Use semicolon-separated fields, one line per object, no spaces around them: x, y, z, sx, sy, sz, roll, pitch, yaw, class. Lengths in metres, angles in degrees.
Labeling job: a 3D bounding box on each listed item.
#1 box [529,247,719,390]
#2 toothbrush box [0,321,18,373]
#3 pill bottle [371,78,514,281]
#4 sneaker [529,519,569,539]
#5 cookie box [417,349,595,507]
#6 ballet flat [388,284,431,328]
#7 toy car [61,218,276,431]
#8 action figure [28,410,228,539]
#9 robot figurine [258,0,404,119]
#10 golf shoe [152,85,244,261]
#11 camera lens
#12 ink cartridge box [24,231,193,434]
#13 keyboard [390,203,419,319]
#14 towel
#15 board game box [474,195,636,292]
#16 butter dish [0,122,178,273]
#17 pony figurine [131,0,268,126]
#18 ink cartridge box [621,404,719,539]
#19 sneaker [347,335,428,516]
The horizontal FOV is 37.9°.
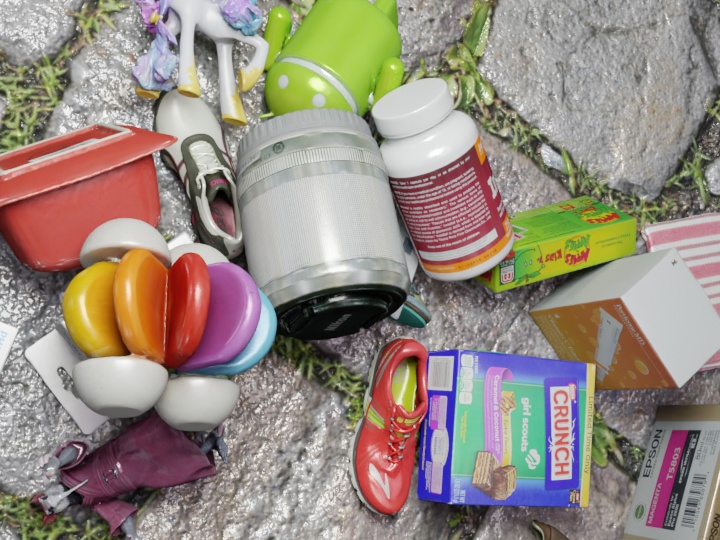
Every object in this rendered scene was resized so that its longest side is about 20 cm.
0.310;0.062;1.230;0.097;0.200;0.125;-37;97;-21;box
-0.447;0.088;0.993;0.199;0.085;0.148;25;75;-18;toothbrush box
0.087;-0.098;1.136;0.113;0.113;0.201;-36;120;-21;pill bottle
0.172;0.380;1.220;0.075;0.071;0.200;43;66;9;sneaker
0.171;0.184;1.213;0.198;0.075;0.173;8;82;-29;cookie box
0.000;0.000;1.189;0.199;0.074;0.075;24;76;-19;ballet flat
-0.159;0.042;0.946;0.199;0.149;0.177;22;57;-47;toy car
-0.244;0.190;1.055;0.198;0.149;0.135;-23;115;4;action figure
-0.030;-0.228;1.176;0.174;0.116;0.201;28;71;14;robot figurine
-0.162;-0.109;1.128;0.077;0.088;0.202;-20;90;-20;golf shoe
-0.041;-0.041;1.067;0.158;0.160;0.202;-4;70;-21;camera lens
-0.233;0.067;1.088;0.200;0.068;0.116;-39;98;-20;ink cartridge box
0.047;-0.031;1.197;0.056;0.011;0.201;38;46;-17;keyboard
0.447;0.028;1.383;0.145;0.030;0.202;-8;84;-22;towel
0.219;-0.035;1.255;0.198;0.102;0.048;-15;116;-22;board game box
-0.277;-0.054;1.036;0.199;0.199;0.149;-22;109;-22;butter dish
-0.175;-0.275;1.103;0.191;0.166;0.202;14;78;-22;pony figurine
0.406;0.265;1.261;0.075;0.165;0.202;23;75;-15;ink cartridge box
0.037;0.172;1.171;0.076;0.085;0.202;9;80;-19;sneaker
